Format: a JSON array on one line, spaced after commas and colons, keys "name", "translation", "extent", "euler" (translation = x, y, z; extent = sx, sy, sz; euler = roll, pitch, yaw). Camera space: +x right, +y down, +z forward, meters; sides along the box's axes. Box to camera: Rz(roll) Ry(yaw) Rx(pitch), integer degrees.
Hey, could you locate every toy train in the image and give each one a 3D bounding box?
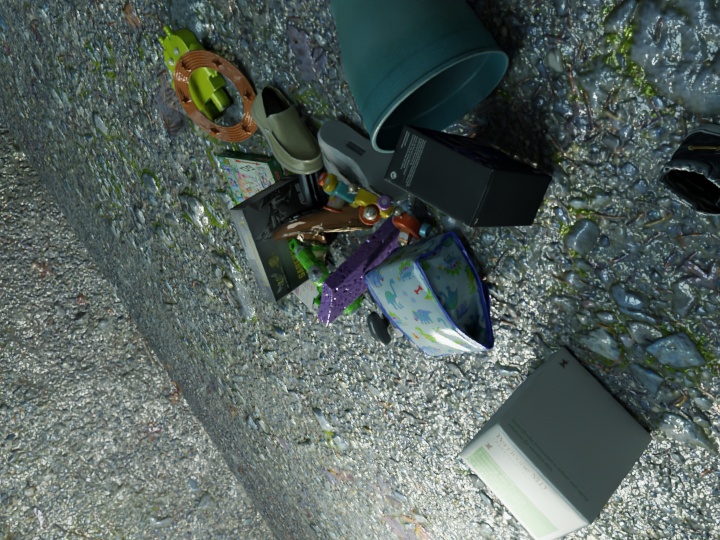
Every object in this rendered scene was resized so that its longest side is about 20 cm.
[{"name": "toy train", "translation": [0.014, -0.096, 1.235], "extent": [0.196, 0.057, 0.150], "euler": [25, 177, 23]}]

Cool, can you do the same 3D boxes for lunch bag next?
[{"name": "lunch bag", "translation": [0.127, 0.053, 1.257], "extent": [0.169, 0.126, 0.203], "euler": [-15, 107, 58]}]

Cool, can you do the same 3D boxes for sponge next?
[{"name": "sponge", "translation": [0.000, 0.000, 1.305], "extent": [0.030, 0.200, 0.113], "euler": [35, 148, 18]}]

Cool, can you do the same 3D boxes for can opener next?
[{"name": "can opener", "translation": [0.030, 0.057, 1.457], "extent": [0.053, 0.067, 0.204], "euler": [8, 129, 49]}, {"name": "can opener", "translation": [-0.087, -0.138, 1.414], "extent": [0.077, 0.063, 0.204], "euler": [18, 136, 41]}]

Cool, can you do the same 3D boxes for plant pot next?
[{"name": "plant pot", "translation": [0.057, -0.288, 0.937], "extent": [0.191, 0.197, 0.200], "euler": [61, 152, 10]}]

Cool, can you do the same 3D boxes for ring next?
[{"name": "ring", "translation": [-0.288, -0.338, 1.461], "extent": [0.195, 0.019, 0.204], "euler": [17, 138, 16]}]

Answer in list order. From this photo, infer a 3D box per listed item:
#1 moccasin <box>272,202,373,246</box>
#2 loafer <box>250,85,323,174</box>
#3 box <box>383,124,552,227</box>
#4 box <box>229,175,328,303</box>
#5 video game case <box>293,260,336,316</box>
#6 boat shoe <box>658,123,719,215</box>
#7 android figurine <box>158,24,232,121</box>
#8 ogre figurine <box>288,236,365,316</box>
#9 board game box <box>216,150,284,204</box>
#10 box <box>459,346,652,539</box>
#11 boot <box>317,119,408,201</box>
[{"name": "moccasin", "translation": [-0.071, -0.081, 1.370], "extent": [0.196, 0.074, 0.080], "euler": [-13, 104, 13]}, {"name": "loafer", "translation": [-0.136, -0.255, 1.330], "extent": [0.201, 0.075, 0.069], "euler": [49, 153, 22]}, {"name": "box", "translation": [0.145, -0.121, 0.967], "extent": [0.140, 0.198, 0.080], "euler": [35, 112, 27]}, {"name": "box", "translation": [-0.159, -0.064, 1.480], "extent": [0.048, 0.157, 0.205], "euler": [5, 121, 45]}, {"name": "video game case", "translation": [-0.134, -0.004, 1.668], "extent": [0.181, 0.022, 0.202], "euler": [43, 150, 17]}, {"name": "boat shoe", "translation": [0.409, -0.081, 0.753], "extent": [0.198, 0.090, 0.072], "euler": [28, 144, 35]}, {"name": "android figurine", "translation": [-0.341, -0.403, 1.511], "extent": [0.202, 0.041, 0.181], "euler": [55, 151, -9]}, {"name": "ogre figurine", "translation": [-0.056, 0.023, 1.462], "extent": [0.203, 0.096, 0.120], "euler": [65, 178, -31]}, {"name": "board game box", "translation": [-0.222, -0.184, 1.590], "extent": [0.197, 0.029, 0.137], "euler": [15, 133, 47]}, {"name": "box", "translation": [0.306, 0.280, 1.178], "extent": [0.199, 0.199, 0.172], "euler": [45, 148, 11]}, {"name": "boot", "translation": [0.009, -0.169, 1.259], "extent": [0.199, 0.073, 0.096], "euler": [43, 162, 21]}]
